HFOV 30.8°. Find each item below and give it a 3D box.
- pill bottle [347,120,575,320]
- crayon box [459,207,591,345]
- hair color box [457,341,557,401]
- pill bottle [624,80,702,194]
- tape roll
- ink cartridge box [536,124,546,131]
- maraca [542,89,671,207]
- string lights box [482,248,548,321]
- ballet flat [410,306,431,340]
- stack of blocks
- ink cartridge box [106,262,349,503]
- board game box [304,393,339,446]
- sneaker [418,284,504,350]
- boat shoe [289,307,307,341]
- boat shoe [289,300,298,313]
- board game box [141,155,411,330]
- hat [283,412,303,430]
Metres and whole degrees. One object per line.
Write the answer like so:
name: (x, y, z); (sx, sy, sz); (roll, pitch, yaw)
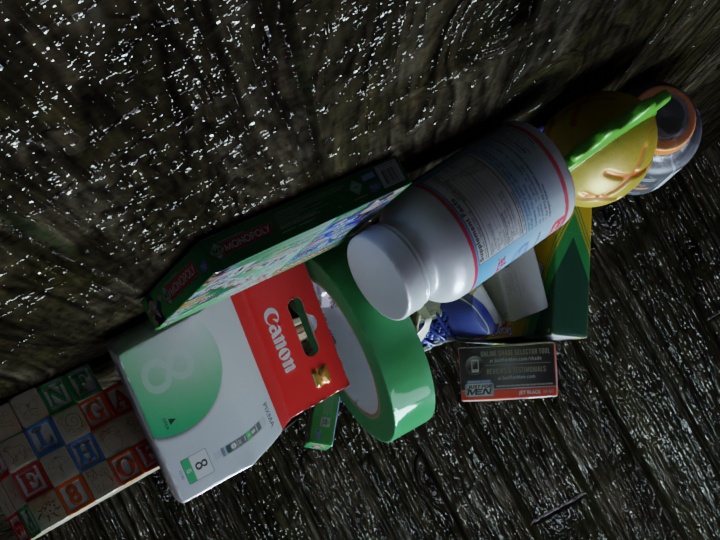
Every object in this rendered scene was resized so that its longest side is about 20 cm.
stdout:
pill bottle: (0.088, -0.042, 1.155); (0.199, 0.109, 0.109); (-33, 177, -26)
crayon box: (0.196, -0.003, 1.578); (0.058, 0.175, 0.199); (6, 172, -27)
hair color box: (0.176, 0.117, 1.531); (0.109, 0.065, 0.200); (-4, 175, 9)
pill bottle: (0.327, -0.153, 1.488); (0.105, 0.107, 0.200); (-29, 173, -1)
tape roll: (-0.001, 0.064, 1.252); (0.048, 0.202, 0.200); (-27, 174, -17)
ink cartridge box: (0.157, -0.097, 1.440); (0.199, 0.047, 0.197); (-32, 174, 36)
maraca: (0.235, -0.124, 1.275); (0.136, 0.107, 0.200); (-36, 175, -9)
string lights box: (0.129, 0.004, 1.544); (0.058, 0.104, 0.199); (-18, -173, -28)
ballet flat: (0.056, 0.021, 1.382); (0.069, 0.069, 0.202); (-23, 138, -45)
stack of blocks: (-0.246, 0.150, 1.204); (0.199, 0.116, 0.058); (-26, 174, -39)
ink cartridge box: (-0.110, 0.092, 1.182); (0.198, 0.163, 0.050); (-27, -156, -15)
board game box: (-0.034, 0.105, 1.529); (0.029, 0.203, 0.135); (10, 170, -4)
sneaker: (0.065, 0.071, 1.495); (0.115, 0.081, 0.198); (-47, -154, -27)
boat shoe: (-0.125, 0.088, 1.401); (0.198, 0.069, 0.072); (-21, -158, -18)
boat shoe: (0.001, 0.001, 1.423); (0.199, 0.072, 0.066); (-14, 140, -45)
board game box: (-0.068, -0.022, 1.048); (0.199, 0.029, 0.134); (-26, 174, -35)
hat: (-0.151, 0.124, 1.489); (0.198, 0.082, 0.201); (6, -170, -1)
